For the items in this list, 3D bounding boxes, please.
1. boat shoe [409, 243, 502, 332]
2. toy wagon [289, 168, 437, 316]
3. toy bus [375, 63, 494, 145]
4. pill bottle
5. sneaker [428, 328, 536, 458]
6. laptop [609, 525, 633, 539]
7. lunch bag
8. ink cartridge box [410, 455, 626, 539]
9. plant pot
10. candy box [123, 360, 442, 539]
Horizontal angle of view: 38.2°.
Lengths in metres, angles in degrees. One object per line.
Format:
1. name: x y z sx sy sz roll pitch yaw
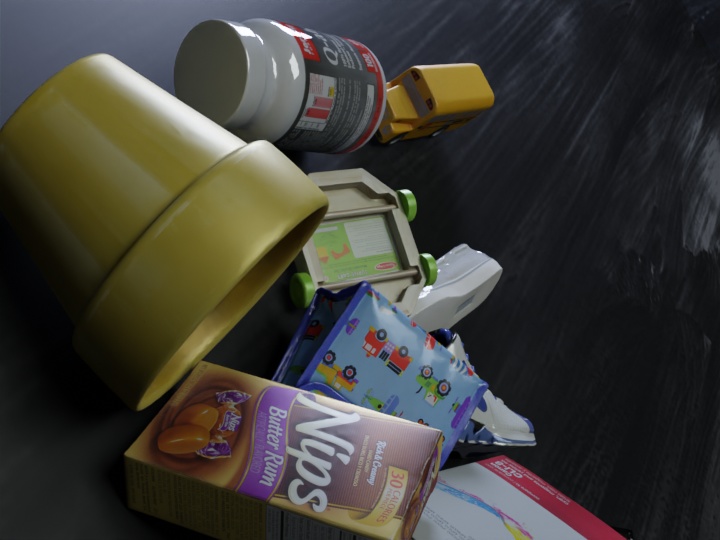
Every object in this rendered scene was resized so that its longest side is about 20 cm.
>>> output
1. boat shoe: 0.077 0.019 1.098 0.068 0.073 0.199 38 43 20
2. toy wagon: 0.000 0.000 0.990 0.153 0.040 0.203 -9 73 -32
3. toy bus: 0.081 -0.202 1.242 0.199 0.078 0.066 -20 82 -56
4. pill bottle: -0.073 -0.173 0.984 0.199 0.115 0.118 -3 69 -54
5. sneaker: 0.099 0.120 1.027 0.198 0.080 0.117 16 64 -46
6. laptop: 0.253 0.386 1.120 0.197 0.116 0.190 13 50 -13
7. lunch bag: -0.010 0.136 0.862 0.150 0.094 0.202 38 68 -20
8. ink cartridge box: 0.082 0.253 0.804 0.198 0.148 0.144 0 25 -47
9. plant pot: -0.153 -0.039 0.730 0.189 0.201 0.201 43 35 1
10. candy box: -0.052 0.140 0.732 0.117 0.197 0.057 -55 155 -53
